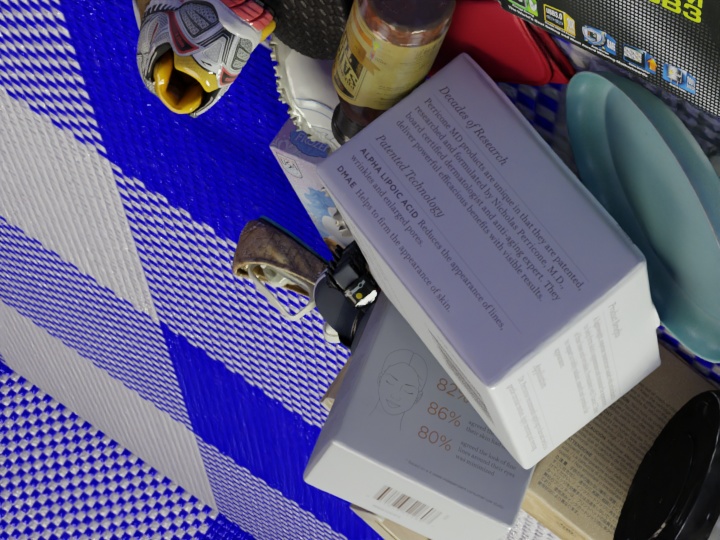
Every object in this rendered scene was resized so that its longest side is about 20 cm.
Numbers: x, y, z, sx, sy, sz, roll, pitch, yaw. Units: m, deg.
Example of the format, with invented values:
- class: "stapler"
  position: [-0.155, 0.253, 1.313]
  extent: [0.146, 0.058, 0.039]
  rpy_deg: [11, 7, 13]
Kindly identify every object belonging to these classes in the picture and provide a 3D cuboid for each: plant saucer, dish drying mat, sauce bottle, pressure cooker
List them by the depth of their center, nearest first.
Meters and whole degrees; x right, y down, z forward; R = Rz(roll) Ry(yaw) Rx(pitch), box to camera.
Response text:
- class: "plant saucer"
  position: [0.189, -0.038, 1.149]
  extent: [0.201, 0.027, 0.200]
  rpy_deg: [60, 170, 19]
- class: "sauce bottle"
  position: [0.014, -0.136, 1.223]
  extent: [0.066, 0.066, 0.200]
  rpy_deg: [35, 155, 5]
- class: "dish drying mat"
  position: [0.057, -0.154, 1.233]
  extent: [0.199, 0.018, 0.077]
  rpy_deg: [13, 149, 53]
- class: "pressure cooker"
  position: [0.303, 0.200, 1.340]
  extent: [0.199, 0.177, 0.179]
  rpy_deg: [28, 169, -5]

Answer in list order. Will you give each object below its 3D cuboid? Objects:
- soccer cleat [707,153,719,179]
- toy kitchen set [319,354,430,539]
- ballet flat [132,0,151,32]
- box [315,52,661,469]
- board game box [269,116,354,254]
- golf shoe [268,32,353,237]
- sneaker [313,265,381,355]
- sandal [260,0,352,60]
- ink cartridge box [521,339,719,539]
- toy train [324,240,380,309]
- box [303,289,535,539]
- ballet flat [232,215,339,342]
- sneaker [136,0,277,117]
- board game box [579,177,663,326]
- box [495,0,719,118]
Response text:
- class: "soccer cleat"
  position: [0.265, 0.013, 1.157]
  extent: [0.201, 0.069, 0.077]
  rpy_deg: [63, 166, -17]
- class: "toy kitchen set"
  position: [0.084, 0.136, 1.609]
  extent: [0.163, 0.201, 0.180]
  rpy_deg: [43, 161, -24]
- class: "ballet flat"
  position: [-0.152, -0.209, 1.434]
  extent: [0.073, 0.067, 0.200]
  rpy_deg: [52, 167, 19]
- class: "box"
  position: [0.092, -0.001, 1.243]
  extent: [0.201, 0.130, 0.199]
  rpy_deg: [52, 176, 24]
- class: "board game box"
  position: [0.039, -0.030, 1.538]
  extent: [0.199, 0.044, 0.200]
  rpy_deg: [25, 158, 32]
- class: "golf shoe"
  position: [0.000, -0.122, 1.376]
  extent: [0.096, 0.079, 0.201]
  rpy_deg: [-14, 126, 19]
- class: "sneaker"
  position: [0.039, 0.062, 1.539]
  extent: [0.198, 0.079, 0.079]
  rpy_deg: [26, 127, 14]
- class: "sandal"
  position: [-0.027, -0.210, 1.223]
  extent: [0.075, 0.045, 0.201]
  rpy_deg: [29, 151, 11]
- class: "ink cartridge box"
  position: [0.236, 0.166, 1.457]
  extent: [0.199, 0.165, 0.075]
  rpy_deg: [38, 165, -5]
- class: "toy train"
  position: [0.000, 0.000, 1.446]
  extent: [0.046, 0.034, 0.200]
  rpy_deg: [52, -173, -5]
- class: "box"
  position: [0.068, 0.092, 1.412]
  extent: [0.151, 0.201, 0.106]
  rpy_deg: [26, 154, -3]
- class: "ballet flat"
  position: [-0.030, 0.026, 1.637]
  extent: [0.199, 0.066, 0.071]
  rpy_deg: [30, 165, 17]
- class: "sneaker"
  position: [-0.129, -0.153, 1.319]
  extent: [0.078, 0.083, 0.200]
  rpy_deg: [35, 165, -11]
- class: "board game box"
  position: [0.247, 0.019, 1.298]
  extent: [0.199, 0.026, 0.201]
  rpy_deg: [27, 159, 27]
- class: "box"
  position: [0.156, -0.167, 0.967]
  extent: [0.199, 0.048, 0.194]
  rpy_deg: [30, 163, 19]
